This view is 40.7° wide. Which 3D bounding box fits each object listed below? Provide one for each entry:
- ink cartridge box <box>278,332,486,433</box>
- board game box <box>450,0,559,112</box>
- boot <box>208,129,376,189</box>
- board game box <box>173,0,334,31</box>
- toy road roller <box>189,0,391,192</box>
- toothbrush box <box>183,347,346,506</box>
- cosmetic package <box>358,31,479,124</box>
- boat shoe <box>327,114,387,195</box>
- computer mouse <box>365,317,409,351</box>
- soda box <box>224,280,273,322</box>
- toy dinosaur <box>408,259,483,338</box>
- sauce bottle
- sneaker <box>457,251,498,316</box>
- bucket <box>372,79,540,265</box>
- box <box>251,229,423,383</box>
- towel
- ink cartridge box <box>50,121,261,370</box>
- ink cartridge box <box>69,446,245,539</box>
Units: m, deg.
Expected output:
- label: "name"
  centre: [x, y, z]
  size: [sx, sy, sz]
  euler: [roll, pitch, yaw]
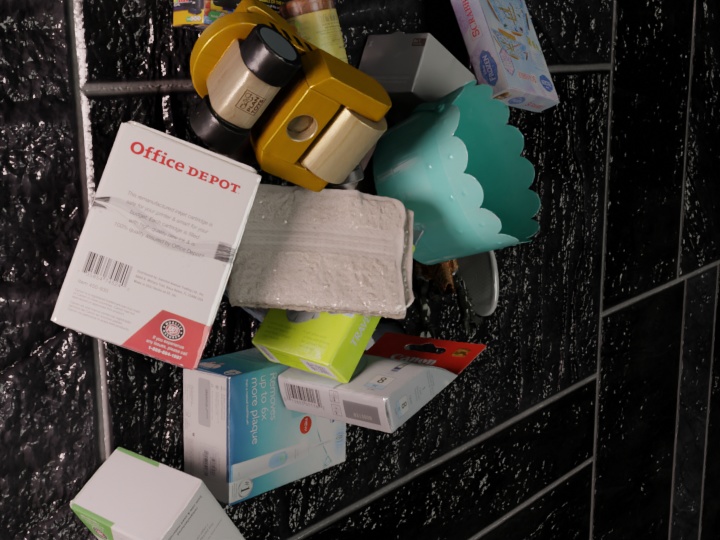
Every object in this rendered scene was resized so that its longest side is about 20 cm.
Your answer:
- label: "ink cartridge box"
  centre: [0.028, 0.106, 1.110]
  size: [0.199, 0.158, 0.048]
  euler: [-34, 118, -43]
- label: "board game box"
  centre: [0.196, -0.328, 1.353]
  size: [0.199, 0.041, 0.203]
  euler: [-4, 75, -58]
- label: "boot"
  centre: [-0.073, -0.133, 1.089]
  size: [0.165, 0.072, 0.202]
  euler: [36, 60, -16]
- label: "board game box"
  centre: [-0.111, -0.340, 1.059]
  size: [0.198, 0.056, 0.169]
  euler: [-5, 99, -49]
- label: "toy road roller"
  centre: [-0.078, -0.188, 0.984]
  size: [0.198, 0.147, 0.123]
  euler: [22, 124, -37]
- label: "toothbrush box"
  centre: [-0.109, 0.171, 1.146]
  size: [0.198, 0.084, 0.150]
  euler: [-8, 103, -50]
- label: "cosmetic package"
  centre: [0.091, -0.231, 1.285]
  size: [0.199, 0.106, 0.092]
  euler: [23, 79, -48]
- label: "boat shoe"
  centre: [-0.008, -0.127, 1.214]
  size: [0.074, 0.072, 0.204]
  euler: [4, 89, -53]
- label: "computer mouse"
  centre: [0.009, 0.117, 1.298]
  size: [0.198, 0.052, 0.142]
  euler: [-7, 102, -49]
- label: "soda box"
  centre: [-0.129, -0.002, 1.101]
  size: [0.200, 0.063, 0.069]
  euler: [43, 65, -46]
- label: "toy dinosaur"
  centre: [0.100, 0.018, 1.308]
  size: [0.200, 0.100, 0.139]
  euler: [-17, 98, -71]
- label: "sauce bottle"
  centre: [-0.038, -0.194, 1.056]
  size: [0.065, 0.065, 0.204]
  euler: [-21, 101, -45]
- label: "sneaker"
  centre: [0.177, -0.028, 1.409]
  size: [0.098, 0.070, 0.203]
  euler: [14, 56, -52]
- label: "bucket"
  centre: [0.116, -0.112, 1.176]
  size: [0.206, 0.133, 0.211]
  euler: [34, 47, -46]
- label: "box"
  centre: [-0.023, 0.018, 1.088]
  size: [0.048, 0.120, 0.202]
  euler: [50, 60, -44]
- label: "towel"
  centre: [-0.039, -0.020, 1.024]
  size: [0.035, 0.196, 0.135]
  euler: [113, -21, -69]
- label: "ink cartridge box"
  centre: [-0.197, -0.021, 0.951]
  size: [0.144, 0.083, 0.203]
  euler: [20, 80, -11]
- label: "ink cartridge box"
  centre: [-0.191, 0.296, 1.026]
  size: [0.085, 0.144, 0.202]
  euler: [-52, 133, -30]
